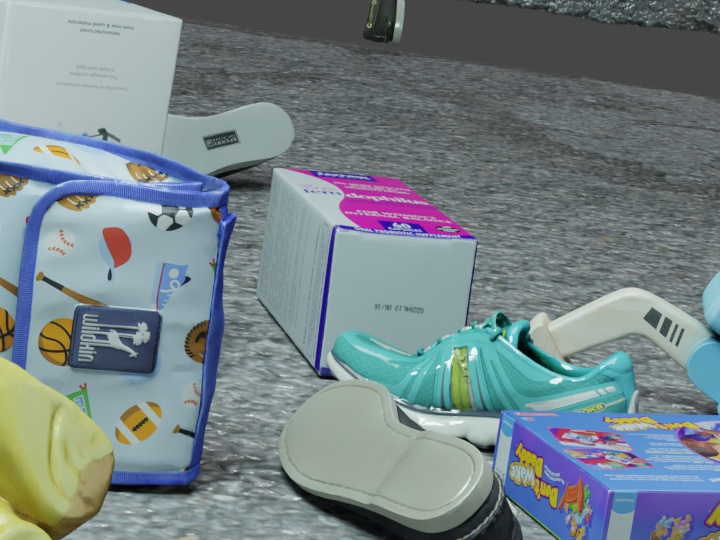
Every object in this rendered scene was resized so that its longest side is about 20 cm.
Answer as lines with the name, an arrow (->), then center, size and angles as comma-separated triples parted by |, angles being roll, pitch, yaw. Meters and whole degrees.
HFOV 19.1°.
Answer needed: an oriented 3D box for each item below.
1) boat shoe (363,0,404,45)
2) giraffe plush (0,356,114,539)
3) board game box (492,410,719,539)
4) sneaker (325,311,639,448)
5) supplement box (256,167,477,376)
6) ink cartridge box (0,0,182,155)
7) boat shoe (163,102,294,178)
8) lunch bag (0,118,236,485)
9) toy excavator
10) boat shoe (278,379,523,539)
boat shoe -> 0.040, -0.438, 3.236 | 0.060, 0.203, 0.072 | 5, -21, 0
giraffe plush -> -0.230, 0.080, 0.924 | 0.162, 0.201, 0.172 | -24, -1, 43
board game box -> 0.192, 0.122, 1.206 | 0.199, 0.045, 0.134 | 3, 14, -22
sneaker -> 0.076, 0.063, 1.312 | 0.199, 0.080, 0.077 | 12, 13, 19
supplement box -> 0.000, 0.000, 1.487 | 0.100, 0.104, 0.200 | 4, 12, -17
ink cartridge box -> -0.236, -0.098, 1.531 | 0.144, 0.202, 0.147 | 1, 14, -39
boat shoe -> -0.156, -0.105, 1.939 | 0.199, 0.071, 0.064 | -9, -12, -31
lunch bag -> -0.168, 0.015, 1.149 | 0.199, 0.171, 0.124 | 13, 17, 18
toy excavator -> 0.232, 0.044, 1.415 | 0.200, 0.195, 0.100 | 38, 15, 1
boat shoe -> 0.020, 0.114, 1.150 | 0.063, 0.073, 0.200 | 50, -14, -27
